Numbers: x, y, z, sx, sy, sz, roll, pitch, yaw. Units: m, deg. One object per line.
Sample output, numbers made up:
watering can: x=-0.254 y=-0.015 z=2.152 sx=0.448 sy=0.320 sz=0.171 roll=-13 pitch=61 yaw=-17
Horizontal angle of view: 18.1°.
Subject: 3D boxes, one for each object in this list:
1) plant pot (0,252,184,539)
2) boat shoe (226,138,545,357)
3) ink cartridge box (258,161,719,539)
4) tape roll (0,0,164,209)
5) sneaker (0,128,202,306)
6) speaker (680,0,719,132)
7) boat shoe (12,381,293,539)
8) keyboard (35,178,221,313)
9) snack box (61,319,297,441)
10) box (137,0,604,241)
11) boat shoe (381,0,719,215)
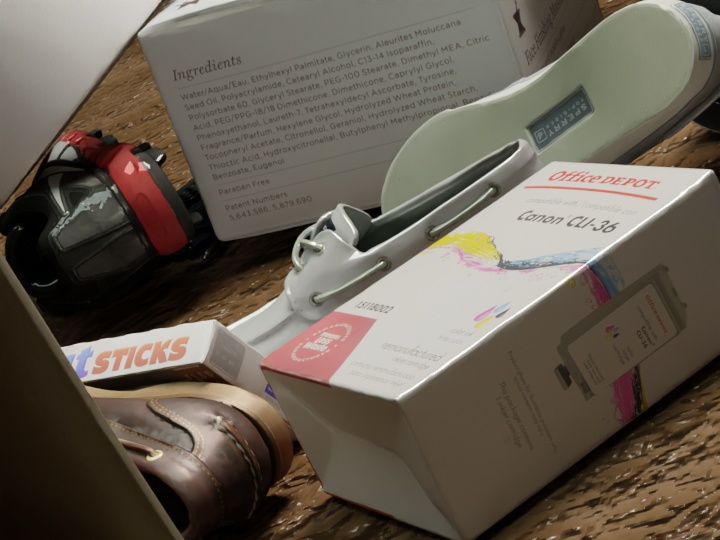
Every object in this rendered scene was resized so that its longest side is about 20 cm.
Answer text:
plant pot: x=-0.215 y=0.106 z=0.857 sx=0.200 sy=0.200 sz=0.177 roll=-37 pitch=9 yaw=-31
boat shoe: x=0.000 y=0.000 z=1.032 sx=0.199 sy=0.067 sz=0.074 roll=-25 pitch=17 yaw=3
ink cartridge box: x=0.074 y=0.015 z=0.884 sx=0.200 sy=0.068 sz=0.116 roll=-34 pitch=19 yaw=-22
tape roll: x=-0.172 y=-0.129 z=1.274 sx=0.203 sy=0.071 sz=0.203 roll=-51 pitch=8 yaw=10
sneaker: x=-0.162 y=-0.029 z=1.267 sx=0.098 sy=0.071 sz=0.200 roll=-35 pitch=17 yaw=-14
speaker: x=0.223 y=-0.147 z=1.116 sx=0.081 sy=0.082 sz=0.200 roll=-6 pitch=27 yaw=47
boat shoe: x=-0.123 y=0.087 z=0.953 sx=0.199 sy=0.071 sz=0.070 roll=-11 pitch=22 yaw=40
keyboard: x=-0.097 y=-0.035 z=1.341 sx=0.127 sy=0.021 sz=0.200 roll=-6 pitch=28 yaw=48
snack box: x=-0.116 y=0.060 z=1.015 sx=0.199 sy=0.072 sz=0.024 roll=-11 pitch=54 yaw=40
box: x=0.013 y=-0.132 z=1.252 sx=0.199 sy=0.131 sz=0.199 roll=-12 pitch=22 yaw=22
boat shoe: x=0.097 y=-0.062 z=1.070 sx=0.200 sy=0.070 sz=0.071 roll=-32 pitch=-17 yaw=36
